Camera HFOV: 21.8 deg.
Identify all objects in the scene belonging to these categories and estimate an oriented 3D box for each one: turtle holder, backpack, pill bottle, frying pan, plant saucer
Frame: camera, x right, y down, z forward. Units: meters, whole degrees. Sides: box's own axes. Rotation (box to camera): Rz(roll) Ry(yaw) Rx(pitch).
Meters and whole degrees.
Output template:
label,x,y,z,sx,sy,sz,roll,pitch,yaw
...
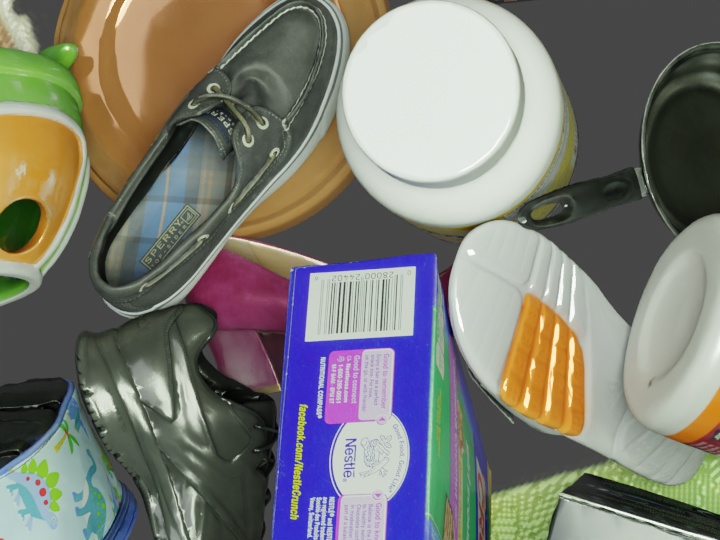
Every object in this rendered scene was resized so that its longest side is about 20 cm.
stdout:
label,x,y,z,sx,sy,sz,roll,pitch,yaw
turtle holder,-0.231,-0.046,0.997,0.184,0.141,0.133,-13,76,16
backpack,-0.216,0.151,0.973,0.198,0.183,0.148,-24,105,9
pill bottle,0.048,-0.074,0.924,0.110,0.200,0.113,-1,86,10
frying pan,0.161,-0.036,0.945,0.190,0.031,0.115,-42,105,-26
plant saucer,-0.079,-0.117,1.034,0.198,0.037,0.203,-1,87,11
pill bottle,0.237,0.055,0.902,0.198,0.110,0.111,20,90,-12

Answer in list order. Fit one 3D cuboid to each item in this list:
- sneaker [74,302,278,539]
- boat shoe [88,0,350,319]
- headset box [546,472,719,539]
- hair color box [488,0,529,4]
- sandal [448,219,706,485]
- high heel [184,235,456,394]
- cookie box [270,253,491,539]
label,x,y,z,sx,sy,sz,roll,pitch,yaw
sneaker,-0.076,0.110,0.984,0.090,0.076,0.202,-24,105,-3
boat shoe,-0.077,-0.064,0.974,0.070,0.066,0.200,39,89,11
headset box,0.120,0.196,0.895,0.092,0.200,0.176,16,89,11
hair color box,0.152,-0.184,0.963,0.198,0.101,0.062,-5,85,10
sandal,0.100,0.050,0.942,0.059,0.206,0.080,6,64,50
high heel,0.000,0.000,0.998,0.198,0.067,0.097,-16,94,22
cookie box,0.015,0.120,0.891,0.074,0.201,0.173,-4,54,9
